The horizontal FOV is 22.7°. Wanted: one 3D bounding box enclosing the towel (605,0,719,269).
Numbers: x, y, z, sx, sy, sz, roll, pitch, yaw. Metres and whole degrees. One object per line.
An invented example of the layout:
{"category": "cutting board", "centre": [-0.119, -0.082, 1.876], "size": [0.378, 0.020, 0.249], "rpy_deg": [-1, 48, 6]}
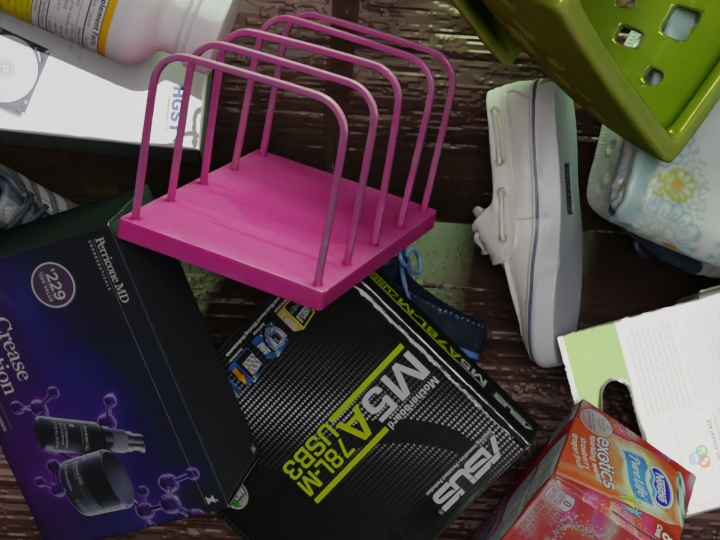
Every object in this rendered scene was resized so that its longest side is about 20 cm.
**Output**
{"category": "towel", "centre": [0.265, -0.096, 1.199], "size": [0.170, 0.048, 0.202], "rpy_deg": [20, 77, -8]}

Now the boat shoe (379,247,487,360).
{"category": "boat shoe", "centre": [0.000, 0.000, 1.233], "size": [0.198, 0.084, 0.069], "rpy_deg": [24, 81, -4]}

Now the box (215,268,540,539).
{"category": "box", "centre": [-0.015, 0.109, 1.201], "size": [0.193, 0.047, 0.200], "rpy_deg": [45, 111, 3]}

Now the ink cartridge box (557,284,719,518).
{"category": "ink cartridge box", "centre": [0.243, 0.088, 1.245], "size": [0.198, 0.076, 0.149], "rpy_deg": [-15, 87, -3]}

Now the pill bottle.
{"category": "pill bottle", "centre": [-0.175, -0.199, 1.149], "size": [0.198, 0.104, 0.105], "rpy_deg": [23, 84, -2]}

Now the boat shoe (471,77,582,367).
{"category": "boat shoe", "centre": [0.113, -0.033, 1.257], "size": [0.069, 0.071, 0.202], "rpy_deg": [-3, 89, 23]}

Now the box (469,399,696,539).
{"category": "box", "centre": [0.121, 0.197, 1.167], "size": [0.095, 0.100, 0.201], "rpy_deg": [34, 122, 0]}

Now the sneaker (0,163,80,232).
{"category": "sneaker", "centre": [-0.227, -0.026, 1.219], "size": [0.199, 0.081, 0.074], "rpy_deg": [25, 85, -1]}

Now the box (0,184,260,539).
{"category": "box", "centre": [-0.170, 0.065, 1.159], "size": [0.140, 0.079, 0.202], "rpy_deg": [-17, 107, 17]}

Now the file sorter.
{"category": "file sorter", "centre": [-0.037, -0.081, 1.125], "size": [0.138, 0.200, 0.127], "rpy_deg": [19, 112, 17]}

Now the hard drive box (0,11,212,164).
{"category": "hard drive box", "centre": [-0.199, -0.163, 1.235], "size": [0.198, 0.077, 0.158], "rpy_deg": [5, 86, -4]}

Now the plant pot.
{"category": "plant pot", "centre": [0.148, -0.218, 1.118], "size": [0.181, 0.200, 0.200], "rpy_deg": [31, 83, 39]}

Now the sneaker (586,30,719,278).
{"category": "sneaker", "centre": [0.249, -0.094, 1.269], "size": [0.146, 0.080, 0.202], "rpy_deg": [27, 70, -20]}
